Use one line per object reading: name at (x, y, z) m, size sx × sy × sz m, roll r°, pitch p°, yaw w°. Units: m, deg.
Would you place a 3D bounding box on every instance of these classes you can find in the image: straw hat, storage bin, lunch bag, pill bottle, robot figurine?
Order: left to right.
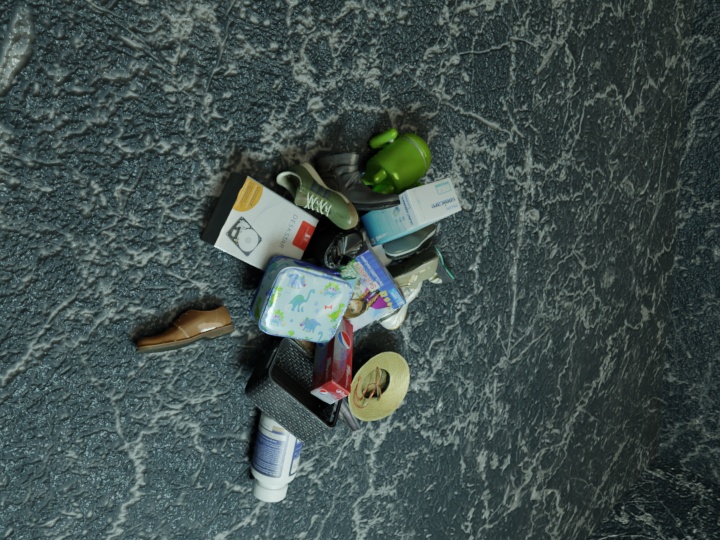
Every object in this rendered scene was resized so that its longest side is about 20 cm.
pill bottle at (-0.197, 0.429, 1.259) m, size 0.110 × 0.110 × 0.203 m, roll 7°, pitch 98°, yaw -40°
storage bin at (-0.143, 0.270, 1.196) m, size 0.200 × 0.093 × 0.136 m, roll 43°, pitch 31°, yaw -16°
lunch bag at (-0.122, 0.061, 1.137) m, size 0.198 × 0.082 × 0.163 m, roll 15°, pitch 104°, yaw -36°
straw hat at (0.029, 0.295, 1.427) m, size 0.199 × 0.085 × 0.204 m, roll -10°, pitch 107°, yaw -33°
robot figurine at (0.092, -0.254, 1.300) m, size 0.200 × 0.115 × 0.177 m, roll -43°, pitch 114°, yaw -22°

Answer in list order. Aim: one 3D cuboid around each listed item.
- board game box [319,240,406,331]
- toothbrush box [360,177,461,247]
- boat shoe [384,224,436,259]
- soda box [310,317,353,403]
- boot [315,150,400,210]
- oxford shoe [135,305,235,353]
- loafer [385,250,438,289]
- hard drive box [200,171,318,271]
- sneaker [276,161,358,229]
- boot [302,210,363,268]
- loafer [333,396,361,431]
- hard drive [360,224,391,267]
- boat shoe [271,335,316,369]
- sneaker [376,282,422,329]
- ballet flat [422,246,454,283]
board game box at (-0.020, 0.052, 1.273) m, size 0.198 × 0.041 × 0.201 m, roll -29°, pitch 127°, yaw 12°
toothbrush box at (0.118, -0.136, 1.275) m, size 0.145 × 0.199 × 0.086 m, roll -21°, pitch 90°, yaw -33°
boat shoe at (0.132, -0.066, 1.403) m, size 0.199 × 0.075 × 0.061 m, roll -28°, pitch 139°, yaw -38°
soda box at (-0.062, 0.197, 1.221) m, size 0.063 × 0.070 × 0.202 m, roll 40°, pitch 32°, yaw -30°
boot at (-0.008, -0.200, 1.180) m, size 0.070 × 0.197 × 0.134 m, roll -12°, pitch 103°, yaw -80°
oxford shoe at (-0.358, 0.119, 1.080) m, size 0.198 × 0.071 × 0.072 m, roll -15°, pitch 84°, yaw -36°
loafer at (0.116, 0.018, 1.367) m, size 0.198 × 0.076 × 0.069 m, roll -23°, pitch 118°, yaw -9°
hard drive box at (-0.208, -0.088, 1.124) m, size 0.199 × 0.076 × 0.158 m, roll 28°, pitch 85°, yaw -41°
sneaker at (-0.100, -0.150, 1.126) m, size 0.089 × 0.200 × 0.068 m, roll -23°, pitch 150°, yaw -41°
boot at (-0.040, -0.081, 1.204) m, size 0.199 × 0.167 × 0.077 m, roll -39°, pitch 120°, yaw -25°
loafer at (-0.059, 0.346, 1.390) m, size 0.062 × 0.072 × 0.202 m, roll -24°, pitch 117°, yaw 0°
hard drive at (0.000, 0.000, 1.355) m, size 0.132 × 0.026 × 0.201 m, roll 43°, pitch 75°, yaw -39°
boat shoe at (-0.159, 0.138, 1.244) m, size 0.201 × 0.071 × 0.068 m, roll 61°, pitch 38°, yaw -27°
sneaker at (0.099, 0.054, 1.423) m, size 0.087 × 0.075 × 0.202 m, roll 30°, pitch 79°, yaw -34°
ballet flat at (0.209, -0.006, 1.496) m, size 0.074 × 0.072 × 0.200 m, roll -60°, pitch 151°, yaw -9°
